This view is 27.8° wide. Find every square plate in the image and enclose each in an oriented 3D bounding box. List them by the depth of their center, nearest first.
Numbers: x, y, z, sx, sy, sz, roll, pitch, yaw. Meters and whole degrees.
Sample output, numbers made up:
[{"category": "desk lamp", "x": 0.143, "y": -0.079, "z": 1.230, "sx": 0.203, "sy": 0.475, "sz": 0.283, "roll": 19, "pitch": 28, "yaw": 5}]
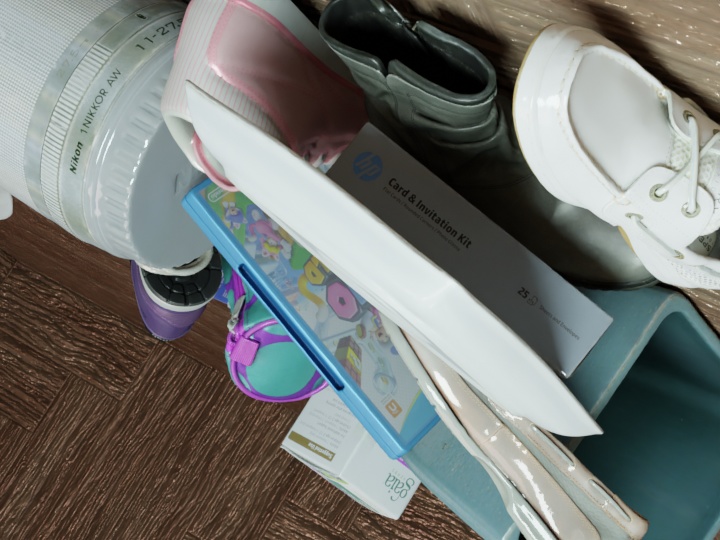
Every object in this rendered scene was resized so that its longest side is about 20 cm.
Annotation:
[{"category": "square plate", "x": 0.013, "y": 0.003, "z": 0.719, "sx": 0.198, "sy": 0.028, "sz": 0.200, "roll": 39, "pitch": 178, "yaw": 37}]

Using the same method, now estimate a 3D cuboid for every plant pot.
[{"category": "plant pot", "x": 0.134, "y": 0.104, "z": 1.017, "sx": 0.200, "sy": 0.196, "sz": 0.196, "roll": 29, "pitch": 171, "yaw": 47}]

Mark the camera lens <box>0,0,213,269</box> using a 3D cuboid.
[{"category": "camera lens", "x": -0.169, "y": -0.110, "z": 0.918, "sx": 0.200, "sy": 0.160, "sz": 0.160, "roll": 31, "pitch": 170, "yaw": 23}]

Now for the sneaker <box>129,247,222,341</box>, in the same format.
[{"category": "sneaker", "x": -0.150, "y": -0.044, "z": 1.091, "sx": 0.075, "sy": 0.201, "sz": 0.088, "roll": 6, "pitch": 150, "yaw": -17}]

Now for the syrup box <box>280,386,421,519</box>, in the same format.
[{"category": "syrup box", "x": 0.035, "y": 0.080, "z": 1.119, "sx": 0.081, "sy": 0.200, "sz": 0.079, "roll": 18, "pitch": 162, "yaw": 50}]

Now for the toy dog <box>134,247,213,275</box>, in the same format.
[{"category": "toy dog", "x": -0.063, "y": -0.064, "z": 1.014, "sx": 0.199, "sy": 0.097, "sz": 0.132, "roll": 6, "pitch": -140, "yaw": -20}]

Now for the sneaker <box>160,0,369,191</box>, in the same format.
[{"category": "sneaker", "x": -0.041, "y": -0.081, "z": 0.835, "sx": 0.075, "sy": 0.105, "sz": 0.200, "roll": 13, "pitch": 167, "yaw": 38}]

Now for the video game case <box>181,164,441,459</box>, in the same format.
[{"category": "video game case", "x": 0.000, "y": 0.000, "z": 0.902, "sx": 0.200, "sy": 0.143, "sz": 0.018, "roll": 51, "pitch": 137, "yaw": 0}]

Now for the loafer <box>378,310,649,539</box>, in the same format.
[{"category": "loafer", "x": 0.089, "y": 0.088, "z": 0.844, "sx": 0.200, "sy": 0.063, "sz": 0.072, "roll": 55, "pitch": -173, "yaw": 1}]

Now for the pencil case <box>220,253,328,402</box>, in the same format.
[{"category": "pencil case", "x": -0.068, "y": -0.002, "z": 1.087, "sx": 0.092, "sy": 0.085, "sz": 0.200, "roll": 23, "pitch": -146, "yaw": -32}]

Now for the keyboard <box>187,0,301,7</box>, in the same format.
[{"category": "keyboard", "x": -0.086, "y": -0.178, "z": 0.783, "sx": 0.127, "sy": 0.021, "sz": 0.200, "roll": 33, "pitch": 168, "yaw": -6}]

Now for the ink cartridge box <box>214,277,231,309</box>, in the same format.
[{"category": "ink cartridge box", "x": -0.032, "y": -0.002, "z": 1.152, "sx": 0.042, "sy": 0.120, "sz": 0.200, "roll": 34, "pitch": 170, "yaw": -40}]

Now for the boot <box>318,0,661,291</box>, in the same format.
[{"category": "boot", "x": 0.069, "y": -0.064, "z": 0.732, "sx": 0.200, "sy": 0.068, "sz": 0.131, "roll": 29, "pitch": 171, "yaw": 23}]

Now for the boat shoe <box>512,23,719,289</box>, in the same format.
[{"category": "boat shoe", "x": 0.139, "y": -0.045, "z": 0.643, "sx": 0.069, "sy": 0.071, "sz": 0.200, "roll": 19, "pitch": 171, "yaw": 42}]

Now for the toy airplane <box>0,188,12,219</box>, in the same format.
[{"category": "toy airplane", "x": -0.299, "y": -0.127, "z": 1.103, "sx": 0.200, "sy": 0.141, "sz": 0.199, "roll": 63, "pitch": 166, "yaw": 17}]

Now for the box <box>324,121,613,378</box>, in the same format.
[{"category": "box", "x": 0.057, "y": -0.002, "z": 0.797, "sx": 0.156, "sy": 0.041, "sz": 0.200, "roll": 39, "pitch": 177, "yaw": 6}]
